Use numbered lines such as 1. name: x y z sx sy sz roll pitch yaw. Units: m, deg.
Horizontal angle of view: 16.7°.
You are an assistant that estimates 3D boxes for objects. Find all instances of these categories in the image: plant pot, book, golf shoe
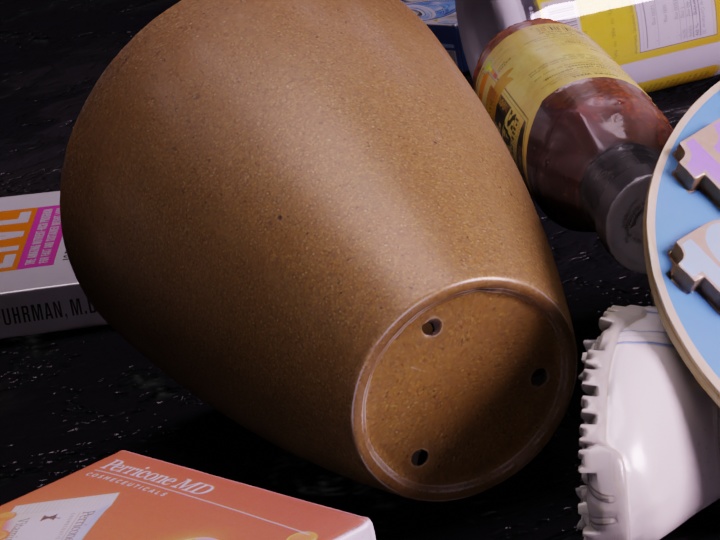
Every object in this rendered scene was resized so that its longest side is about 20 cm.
1. plant pot: 0.000 0.000 0.968 0.186 0.187 0.200 -16 30 -18
2. book: -0.189 0.003 1.281 0.199 0.048 0.134 -8 21 3
3. golf shoe: 0.138 0.044 0.882 0.097 0.079 0.200 4 22 24

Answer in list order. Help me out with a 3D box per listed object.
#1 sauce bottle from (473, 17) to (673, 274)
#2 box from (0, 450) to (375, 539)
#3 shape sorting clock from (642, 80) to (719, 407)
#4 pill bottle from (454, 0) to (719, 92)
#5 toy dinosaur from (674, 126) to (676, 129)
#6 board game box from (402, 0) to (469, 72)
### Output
1. sauce bottle: 0.093 -0.051 1.002 0.066 0.066 0.200 -12 20 -4
2. box: -0.100 0.138 0.674 0.200 0.098 0.124 -23 20 -37
3. shape sorting clock: 0.198 -0.003 0.867 0.199 0.039 0.200 3 53 -4
4. pill bottle: 0.165 -0.162 1.471 0.199 0.112 0.112 -14 17 -12
5. toy dinosaur: 0.208 -0.008 0.993 0.135 0.086 0.200 -17 22 -21
6. board game box: 0.056 -0.178 1.727 0.135 0.035 0.200 -22 20 -34
